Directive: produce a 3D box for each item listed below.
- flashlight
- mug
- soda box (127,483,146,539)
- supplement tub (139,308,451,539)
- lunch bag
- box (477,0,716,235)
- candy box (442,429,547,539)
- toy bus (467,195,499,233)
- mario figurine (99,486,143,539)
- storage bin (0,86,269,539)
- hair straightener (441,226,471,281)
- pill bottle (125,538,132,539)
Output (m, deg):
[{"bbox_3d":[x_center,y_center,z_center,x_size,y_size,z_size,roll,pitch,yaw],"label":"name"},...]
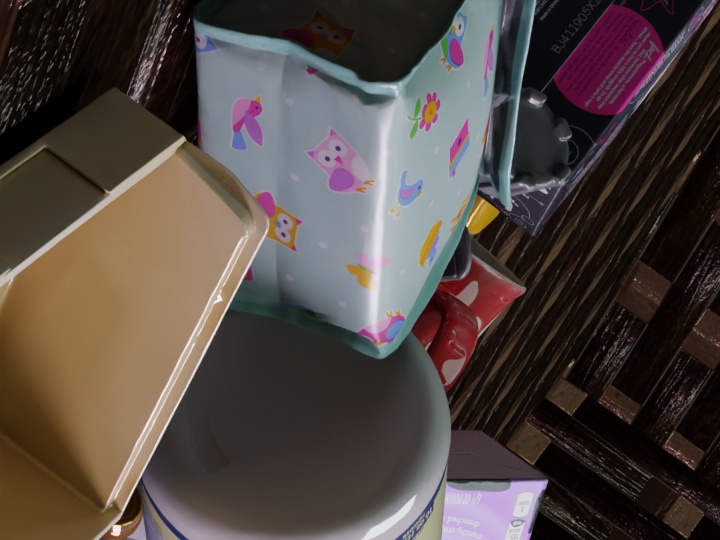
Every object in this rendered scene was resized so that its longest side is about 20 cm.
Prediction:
[{"bbox_3d":[0.046,-0.058,1.494,0.068,0.068,0.200,-7,-178,-28],"label":"flashlight"},{"bbox_3d":[-0.015,0.047,1.645,0.200,0.133,0.178,-51,178,6],"label":"mug"},{"bbox_3d":[-0.120,0.101,1.461,0.063,0.070,0.200,-54,171,-3],"label":"soda box"},{"bbox_3d":[-0.032,0.112,1.313,0.145,0.145,0.200,-50,161,-25],"label":"supplement tub"},{"bbox_3d":[0.012,-0.089,1.242,0.200,0.122,0.171,-54,157,-43],"label":"lunch bag"},{"bbox_3d":[0.114,-0.144,1.587,0.200,0.132,0.115,-52,174,-16],"label":"box"},{"bbox_3d":[-0.002,0.193,1.560,0.168,0.072,0.200,2,112,-38],"label":"candy box"},{"bbox_3d":[0.097,-0.127,1.733,0.200,0.078,0.065,-58,171,24],"label":"toy bus"},{"bbox_3d":[-0.174,0.138,1.309,0.123,0.106,0.200,-6,157,-22],"label":"mario figurine"},{"bbox_3d":[-0.146,0.055,1.071,0.200,0.094,0.199,-43,166,-52],"label":"storage bin"},{"bbox_3d":[0.000,0.000,1.530,0.077,0.041,0.200,-5,173,-35],"label":"hair straightener"},{"bbox_3d":[-0.142,0.215,1.648,0.111,0.111,0.200,-53,171,-12],"label":"pill bottle"}]
